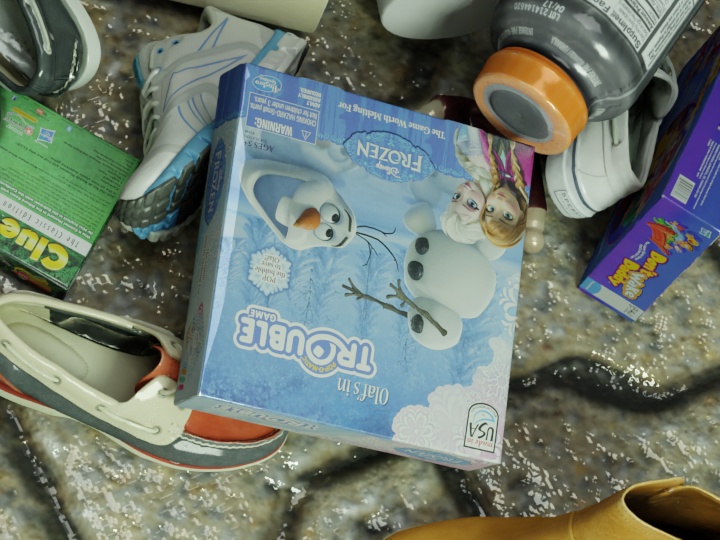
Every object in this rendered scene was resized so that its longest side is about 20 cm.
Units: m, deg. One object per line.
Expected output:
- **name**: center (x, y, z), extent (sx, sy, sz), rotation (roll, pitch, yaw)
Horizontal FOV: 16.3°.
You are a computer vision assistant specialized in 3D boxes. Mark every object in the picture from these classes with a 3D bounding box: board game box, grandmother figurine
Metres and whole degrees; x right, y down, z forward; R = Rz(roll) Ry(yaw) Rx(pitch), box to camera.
- **board game box**: center (0.218, -0.080, 1.608), extent (0.045, 0.135, 0.201), rotation (31, 59, -4)
- **board game box**: center (0.000, 0.000, 1.474), extent (0.199, 0.043, 0.201), rotation (14, 75, -25)
- **grandmother figurine**: center (0.073, -0.062, 1.595), extent (0.121, 0.060, 0.201), rotation (50, 52, -24)
- **board game box**: center (-0.241, -0.073, 1.502), extent (0.199, 0.023, 0.105), rotation (30, 57, -3)

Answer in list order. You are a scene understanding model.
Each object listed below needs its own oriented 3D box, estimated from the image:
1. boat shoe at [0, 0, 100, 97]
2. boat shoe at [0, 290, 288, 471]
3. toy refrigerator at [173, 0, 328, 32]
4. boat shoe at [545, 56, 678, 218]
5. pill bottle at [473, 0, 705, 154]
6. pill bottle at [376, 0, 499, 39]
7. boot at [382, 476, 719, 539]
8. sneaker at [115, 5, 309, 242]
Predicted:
- **boat shoe**: center (-0.236, -0.190, 1.522), extent (0.200, 0.076, 0.060), rotation (48, 29, 11)
- **boat shoe**: center (-0.130, 0.062, 1.454), extent (0.199, 0.063, 0.072), rotation (19, 58, -12)
- **toy refrigerator**: center (-0.115, -0.217, 1.590), extent (0.198, 0.070, 0.076), rotation (11, 53, -12)
- **boat shoe**: center (0.176, -0.115, 1.630), extent (0.074, 0.066, 0.201), rotation (48, 44, -38)
- **pill bottle**: center (0.150, -0.167, 1.559), extent (0.106, 0.106, 0.200), rotation (37, 67, 0)
- **pill bottle**: center (0.044, -0.260, 1.619), extent (0.115, 0.116, 0.202), rotation (-1, 72, -20)
- **boot**: center (0.118, 0.156, 1.450), extent (0.199, 0.144, 0.071), rotation (6, 62, -17)
- **sneaker**: center (-0.111, -0.094, 1.530), extent (0.086, 0.075, 0.200), rotation (30, 42, 4)
